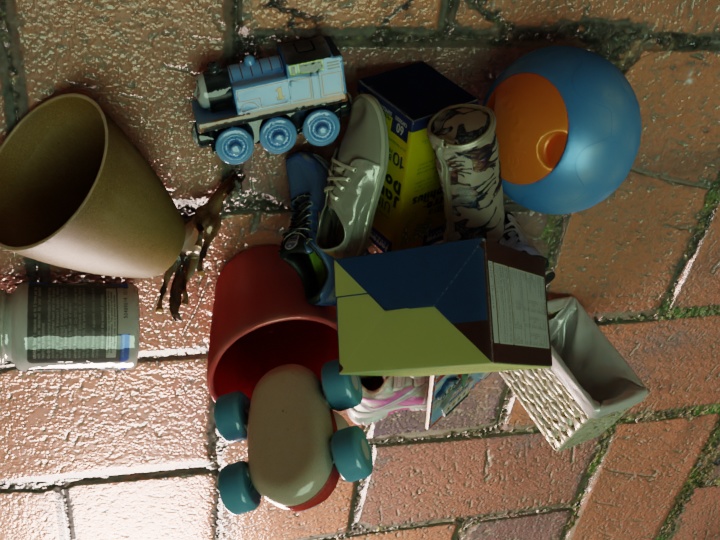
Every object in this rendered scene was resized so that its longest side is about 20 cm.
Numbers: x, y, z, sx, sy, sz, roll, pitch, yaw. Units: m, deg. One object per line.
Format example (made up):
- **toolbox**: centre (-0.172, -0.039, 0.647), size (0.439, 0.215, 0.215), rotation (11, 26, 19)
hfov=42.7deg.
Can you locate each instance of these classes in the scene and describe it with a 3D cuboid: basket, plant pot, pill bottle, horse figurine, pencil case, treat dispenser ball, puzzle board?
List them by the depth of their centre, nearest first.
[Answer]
- **plant pot**: centre (-0.298, -0.073, 1.075), size (0.185, 0.188, 0.200), rotation (-35, 145, 13)
- **pencil case**: centre (0.125, -0.105, 1.083), size (0.090, 0.077, 0.201), rotation (-47, 147, -23)
- **treat dispenser ball**: centre (0.243, -0.172, 1.134), size (0.197, 0.202, 0.203), rotation (-9, 131, -10)
- **horse figurine**: centre (-0.213, -0.024, 1.178), size (0.049, 0.134, 0.201), rotation (22, 131, -17)
- **pill bottle**: centre (-0.390, 0.073, 1.192), size (0.196, 0.115, 0.115), rotation (1, 129, -19)
- **plant pot**: centre (-0.117, 0.075, 1.240), size (0.197, 0.179, 0.203), rotation (-9, 132, -10)
- **puzzle board**: centre (0.171, 0.141, 1.425), size (0.199, 0.017, 0.153), rotation (-36, 142, -35)
- **basket**: centre (0.317, 0.160, 1.428), size (0.134, 0.201, 0.124), rotation (-9, 143, -38)

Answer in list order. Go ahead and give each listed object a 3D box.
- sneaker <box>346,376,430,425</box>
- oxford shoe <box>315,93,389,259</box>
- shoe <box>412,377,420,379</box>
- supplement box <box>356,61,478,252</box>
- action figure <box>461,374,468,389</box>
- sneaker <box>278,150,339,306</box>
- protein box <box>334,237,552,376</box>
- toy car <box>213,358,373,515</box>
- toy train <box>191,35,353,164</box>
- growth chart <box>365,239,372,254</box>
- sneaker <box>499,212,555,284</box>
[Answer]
- **sneaker**: centre (0.065, 0.173, 1.446), size (0.197, 0.082, 0.089), rotation (-20, 134, -2)
- **oxford shoe**: centre (-0.012, -0.106, 1.085), size (0.057, 0.075, 0.204), rotation (0, 109, -35)
- **shoe**: centre (0.111, 0.093, 1.405), size (0.198, 0.090, 0.073), rotation (-22, 133, -41)
- **supplement box**: centre (0.059, -0.135, 1.145), size (0.108, 0.109, 0.203), rotation (-22, 137, -31)
- **action figure**: centre (0.146, 0.068, 1.323), size (0.054, 0.200, 0.120), rotation (-2, 113, 21)
- **sneaker**: centre (-0.059, -0.052, 1.153), size (0.078, 0.204, 0.088), rotation (-20, 174, 43)
- **protein box**: centre (0.102, 0.052, 1.101), size (0.195, 0.138, 0.199), rotation (-8, 170, 30)
- **toy car**: centre (-0.059, 0.232, 1.170), size (0.181, 0.179, 0.200), rotation (-19, 146, 13)
- **toy train**: centre (-0.106, -0.201, 1.079), size (0.196, 0.087, 0.116), rotation (-13, 124, -8)
- **growth chart**: centre (0.000, 0.000, 1.249), size (0.018, 0.144, 0.202), rotation (-35, 137, -18)
- **sneaker**: centre (0.205, -0.026, 1.285), size (0.075, 0.116, 0.200), rotation (-39, 163, 10)
